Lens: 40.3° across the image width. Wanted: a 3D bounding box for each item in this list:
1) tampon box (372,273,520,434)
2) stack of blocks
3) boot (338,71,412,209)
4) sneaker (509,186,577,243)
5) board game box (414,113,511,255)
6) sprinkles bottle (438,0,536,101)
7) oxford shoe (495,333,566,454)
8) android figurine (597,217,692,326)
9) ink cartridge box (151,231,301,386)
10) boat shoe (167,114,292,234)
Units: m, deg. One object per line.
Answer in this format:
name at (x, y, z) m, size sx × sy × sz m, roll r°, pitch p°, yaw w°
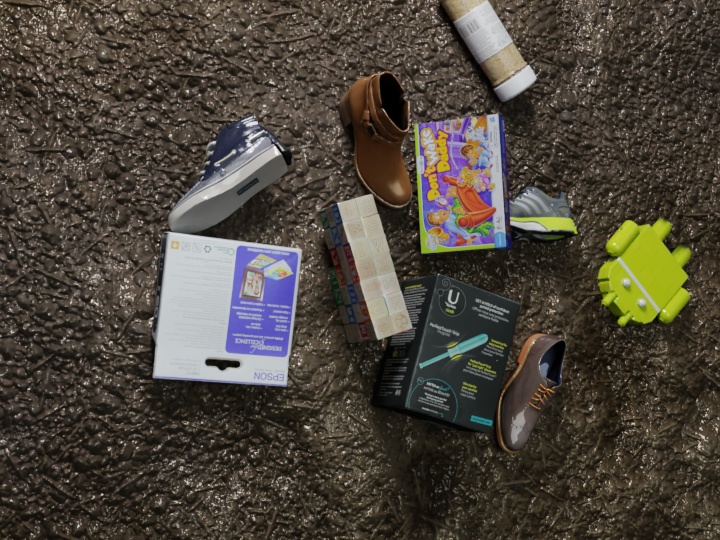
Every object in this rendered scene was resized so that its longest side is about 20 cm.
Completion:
tampon box at (0.126, 0.125, 1.464) m, size 0.149 × 0.126 × 0.201 m, roll 20°, pitch 78°, yaw -20°
stack of blocks at (0.000, 0.000, 1.429) m, size 0.058 × 0.115 × 0.202 m, roll -17°, pitch 91°, yaw -22°
boot at (0.045, -0.192, 1.441) m, size 0.076 × 0.155 × 0.201 m, roll -22°, pitch 94°, yaw -23°
sneaker at (0.253, -0.093, 1.574) m, size 0.199 × 0.074 × 0.082 m, roll 5°, pitch 70°, yaw -25°
board game box at (0.157, -0.128, 1.500) m, size 0.133 × 0.045 × 0.202 m, roll -5°, pitch 86°, yaw 21°
sprinkles bottle at (0.202, -0.371, 1.567) m, size 0.068 × 0.068 × 0.201 m, roll -38°, pitch 100°, yaw -21°
oxford shoe at (0.270, 0.192, 1.545) m, size 0.071 × 0.073 × 0.201 m, roll 24°, pitch 77°, yaw -19°
android figurine at (0.482, 0.008, 1.667) m, size 0.200 × 0.041 × 0.182 m, roll -43°, pitch 102°, yaw -21°
ink cartridge box at (-0.190, 0.057, 1.382) m, size 0.197 × 0.043 × 0.202 m, roll 7°, pitch 87°, yaw -21°
boat shoe at (-0.200, -0.137, 1.392) m, size 0.199 × 0.075 × 0.093 m, roll -33°, pitch 65°, yaw -8°
